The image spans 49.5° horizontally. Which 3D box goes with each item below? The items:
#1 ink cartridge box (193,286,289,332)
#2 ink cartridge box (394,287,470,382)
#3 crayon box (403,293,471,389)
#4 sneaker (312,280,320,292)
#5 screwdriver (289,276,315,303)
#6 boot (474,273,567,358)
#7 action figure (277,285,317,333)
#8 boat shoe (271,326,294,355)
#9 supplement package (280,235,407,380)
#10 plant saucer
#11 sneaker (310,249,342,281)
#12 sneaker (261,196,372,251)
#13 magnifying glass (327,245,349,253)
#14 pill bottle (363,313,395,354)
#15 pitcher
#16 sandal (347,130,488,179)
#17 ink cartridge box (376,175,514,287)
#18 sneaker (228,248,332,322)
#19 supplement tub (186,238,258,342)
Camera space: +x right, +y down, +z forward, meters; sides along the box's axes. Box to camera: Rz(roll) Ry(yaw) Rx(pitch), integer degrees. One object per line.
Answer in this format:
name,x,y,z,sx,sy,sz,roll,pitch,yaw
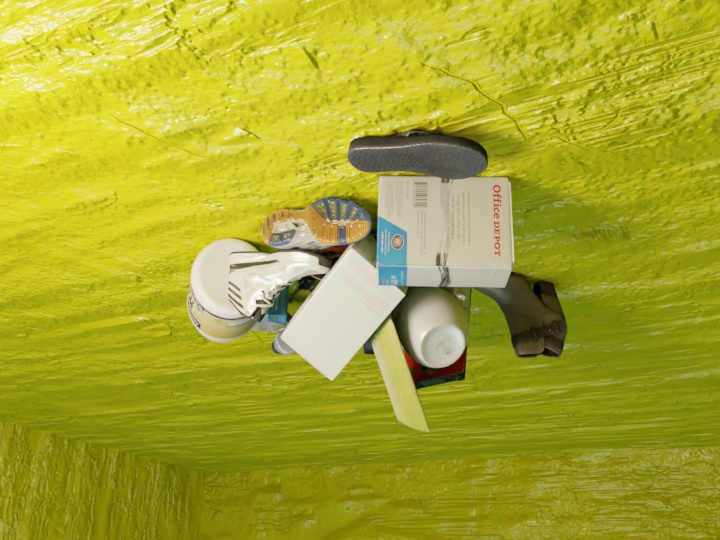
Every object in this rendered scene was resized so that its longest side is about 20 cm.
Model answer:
ink cartridge box,-0.247,0.074,1.608,0.194,0.070,0.116,5,158,-6
ink cartridge box,0.127,0.099,1.452,0.050,0.204,0.160,31,145,-34
crayon box,0.146,0.116,1.504,0.124,0.204,0.051,-20,140,42
sneaker,0.004,0.051,1.468,0.199,0.090,0.073,41,150,-29
screwdriver,-0.126,0.037,1.579,0.029,0.028,0.200,39,156,-8
boot,0.301,0.090,1.482,0.194,0.150,0.070,6,159,-7
action figure,-0.070,0.087,1.542,0.197,0.104,0.118,-10,-144,-44
boat shoe,-0.097,0.130,1.652,0.197,0.075,0.068,-27,174,-26
supplement package,-0.022,0.056,1.292,0.117,0.117,0.201,38,110,-4
plant saucer,0.058,0.169,1.344,0.047,0.205,0.200,-19,-177,0
sneaker,0.000,0.000,1.399,0.194,0.082,0.087,4,159,0
sneaker,-0.061,-0.070,1.270,0.195,0.077,0.088,0,168,28
magnifying glass,0.013,-0.030,1.348,0.195,0.081,0.022,15,161,-1
pill bottle,0.106,0.141,1.669,0.194,0.115,0.112,4,157,-4
pitcher,0.132,0.062,1.343,0.121,0.201,0.172,40,102,-24
sandal,0.077,-0.167,1.063,0.195,0.044,0.077,7,152,17
ink cartridge box,0.122,-0.057,1.161,0.194,0.150,0.086,2,156,2
sneaker,-0.136,0.029,1.298,0.196,0.119,0.075,-2,169,27
supplement tub,-0.247,0.044,1.442,0.141,0.148,0.200,8,156,-13
